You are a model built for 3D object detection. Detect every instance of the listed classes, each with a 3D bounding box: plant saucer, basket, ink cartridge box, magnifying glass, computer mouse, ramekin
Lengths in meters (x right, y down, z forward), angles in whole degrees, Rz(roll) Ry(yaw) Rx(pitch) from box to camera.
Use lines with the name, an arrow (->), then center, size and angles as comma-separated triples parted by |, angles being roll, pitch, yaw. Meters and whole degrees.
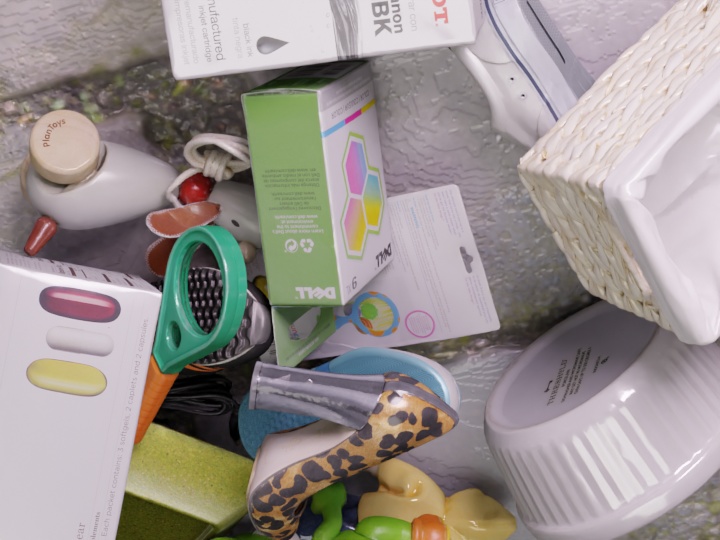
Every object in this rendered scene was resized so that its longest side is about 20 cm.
plant saucer -> -0.191, 0.184, 1.235 | 0.198, 0.048, 0.200 | 23, 142, -14
basket -> 0.218, -0.073, 1.013 | 0.200, 0.123, 0.136 | -44, 119, -16
ink cartridge box -> -0.027, -0.208, 0.990 | 0.198, 0.084, 0.146 | -6, 105, 7
magnifying glass -> -0.129, 0.050, 1.085 | 0.022, 0.080, 0.201 | -5, 140, -36
computer mouse -> -0.159, 0.134, 1.265 | 0.139, 0.046, 0.201 | -2, 143, -7
ink cartridge box -> -0.024, -0.036, 1.078 | 0.059, 0.104, 0.202 | 0, 107, 21
ramekin -> 0.181, 0.101, 1.147 | 0.201, 0.203, 0.095 | -30, 107, 22

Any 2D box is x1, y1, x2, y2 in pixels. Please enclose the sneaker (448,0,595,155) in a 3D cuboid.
sneaker -> 0.129, -0.107, 1.086 | 0.070, 0.073, 0.201 | -23, 111, 29

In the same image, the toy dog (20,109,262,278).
toy dog -> -0.160, -0.038, 1.107 | 0.198, 0.097, 0.132 | 10, 161, 12

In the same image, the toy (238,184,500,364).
toy -> 0.000, 0.000, 1.169 | 0.198, 0.047, 0.116 | -11, 111, 21

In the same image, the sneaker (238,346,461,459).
sneaker -> 0.017, 0.099, 1.186 | 0.198, 0.130, 0.081 | -10, 84, 38

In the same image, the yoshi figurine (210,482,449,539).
yoshi figurine -> -0.034, 0.234, 1.233 | 0.198, 0.113, 0.113 | 4, 128, -12

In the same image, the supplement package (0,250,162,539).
supplement package -> -0.215, 0.097, 1.068 | 0.110, 0.156, 0.202 | 10, 91, -14

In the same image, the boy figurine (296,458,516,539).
boy figurine -> 0.029, 0.211, 1.295 | 0.198, 0.064, 0.126 | -10, 84, -2

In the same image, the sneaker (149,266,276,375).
sneaker -> -0.108, 0.041, 1.156 | 0.089, 0.071, 0.199 | 12, 168, -39

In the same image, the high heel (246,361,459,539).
high heel -> -0.007, 0.143, 1.101 | 0.141, 0.072, 0.201 | 8, 138, 4
